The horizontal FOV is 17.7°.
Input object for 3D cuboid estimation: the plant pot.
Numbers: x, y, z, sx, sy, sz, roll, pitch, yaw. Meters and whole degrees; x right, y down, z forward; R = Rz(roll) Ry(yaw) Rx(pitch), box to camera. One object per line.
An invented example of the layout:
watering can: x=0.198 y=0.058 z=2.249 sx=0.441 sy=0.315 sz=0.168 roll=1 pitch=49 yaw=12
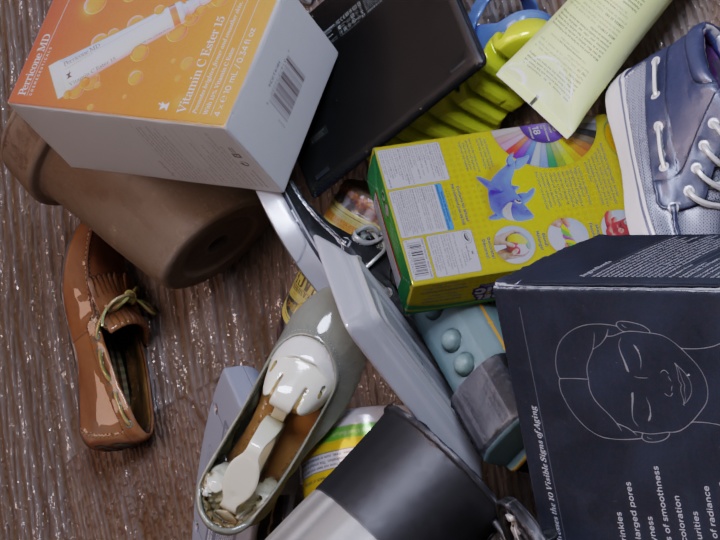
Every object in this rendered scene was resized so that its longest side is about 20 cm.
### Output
plant pot: x=-0.164 y=-0.085 z=1.878 sx=0.200 sy=0.200 sz=0.175 roll=-48 pitch=69 yaw=27

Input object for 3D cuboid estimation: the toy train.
toy train: x=0.100 y=0.058 z=1.620 sx=0.085 sy=0.114 sz=0.200 roll=-47 pitch=53 yaw=27

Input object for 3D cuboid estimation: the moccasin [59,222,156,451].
moccasin: x=-0.209 y=0.051 z=1.959 sx=0.078 sy=0.074 sz=0.202 roll=-18 pitch=66 yaw=31

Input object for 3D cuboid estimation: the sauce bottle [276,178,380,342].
sauce bottle: x=-0.025 y=0.029 z=1.787 sx=0.066 sy=0.066 sz=0.200 roll=34 pitch=106 yaw=43

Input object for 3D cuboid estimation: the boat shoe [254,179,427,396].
boat shoe: x=0.000 y=0.000 z=1.709 sx=0.068 sy=0.074 sz=0.200 roll=-37 pitch=90 yaw=4

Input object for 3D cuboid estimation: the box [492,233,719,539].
box: x=0.208 y=0.086 z=1.454 sx=0.196 sy=0.124 sz=0.201 roll=0 pitch=107 yaw=43

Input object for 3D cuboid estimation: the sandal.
sandal: x=0.078 y=-0.141 z=1.720 sx=0.200 sy=0.079 sz=0.087 roll=-35 pitch=42 yaw=32

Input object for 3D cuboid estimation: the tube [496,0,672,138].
tube: x=0.183 y=-0.190 z=1.604 sx=0.200 sy=0.052 sz=0.058 roll=-50 pitch=20 yaw=7

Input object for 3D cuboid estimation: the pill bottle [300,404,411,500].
pill bottle: x=0.017 y=0.206 z=1.673 sx=0.111 sy=0.111 sz=0.201 roll=-20 pitch=68 yaw=41

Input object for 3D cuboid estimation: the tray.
tray: x=0.033 y=0.064 z=1.596 sx=0.022 sy=0.200 sz=0.107 roll=-30 pitch=38 yaw=9

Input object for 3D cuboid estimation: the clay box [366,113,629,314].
clay box: x=0.115 y=-0.042 z=1.605 sx=0.048 sy=0.199 sz=0.115 roll=104 pitch=155 yaw=-59

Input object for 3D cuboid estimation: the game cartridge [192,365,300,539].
game cartridge: x=-0.092 y=0.181 z=1.781 sx=0.133 sy=0.040 sz=0.200 roll=-123 pitch=37 yaw=-48

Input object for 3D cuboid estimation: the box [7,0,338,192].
box: x=-0.138 y=-0.142 z=1.706 sx=0.200 sy=0.097 sz=0.125 roll=8 pitch=66 yaw=31

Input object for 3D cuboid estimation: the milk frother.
milk frother: x=0.024 y=0.212 z=1.512 sx=0.180 sy=0.200 sz=0.188 roll=44 pitch=80 yaw=-1

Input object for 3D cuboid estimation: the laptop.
laptop: x=0.028 y=-0.182 z=1.754 sx=0.187 sy=0.116 sz=0.200 roll=-37 pitch=63 yaw=34

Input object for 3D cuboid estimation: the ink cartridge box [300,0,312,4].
ink cartridge box: x=-0.078 y=-0.339 z=1.903 sx=0.146 sy=0.085 sz=0.200 roll=25 pitch=98 yaw=44

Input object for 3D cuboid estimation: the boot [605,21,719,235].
boot: x=0.226 y=-0.067 z=1.548 sx=0.090 sy=0.073 sz=0.200 roll=-37 pitch=57 yaw=40

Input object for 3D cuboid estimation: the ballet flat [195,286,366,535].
ballet flat: x=-0.054 y=0.104 z=1.635 sx=0.067 sy=0.064 sz=0.200 roll=32 pitch=106 yaw=8
